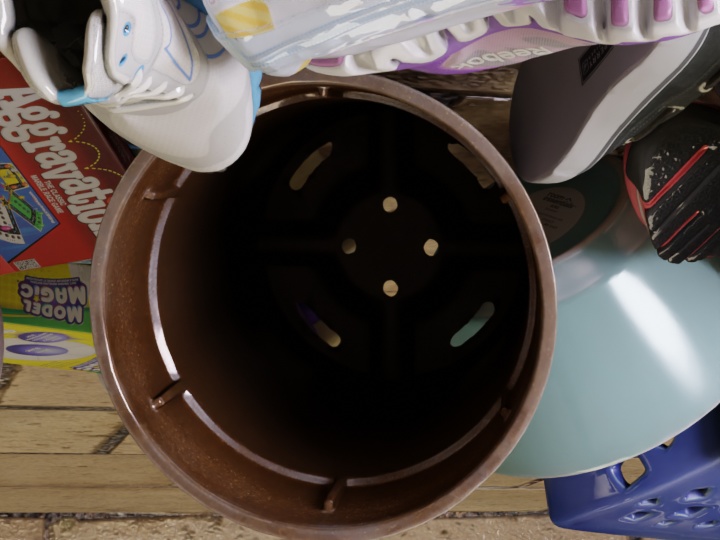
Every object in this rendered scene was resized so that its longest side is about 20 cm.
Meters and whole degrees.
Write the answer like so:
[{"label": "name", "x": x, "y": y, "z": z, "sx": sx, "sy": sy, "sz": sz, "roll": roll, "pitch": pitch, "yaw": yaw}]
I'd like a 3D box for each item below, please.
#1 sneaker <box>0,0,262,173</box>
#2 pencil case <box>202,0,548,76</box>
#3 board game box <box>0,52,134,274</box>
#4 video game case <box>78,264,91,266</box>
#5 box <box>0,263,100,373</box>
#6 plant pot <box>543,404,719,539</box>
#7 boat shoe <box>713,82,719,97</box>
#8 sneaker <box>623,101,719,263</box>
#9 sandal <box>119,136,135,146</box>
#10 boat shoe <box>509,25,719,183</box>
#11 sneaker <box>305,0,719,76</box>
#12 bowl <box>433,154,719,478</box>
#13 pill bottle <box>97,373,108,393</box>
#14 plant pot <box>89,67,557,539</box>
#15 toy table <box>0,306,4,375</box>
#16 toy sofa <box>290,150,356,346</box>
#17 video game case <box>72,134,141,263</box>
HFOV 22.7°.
[{"label": "sneaker", "x": -0.092, "y": -0.081, "z": 0.624, "sx": 0.075, "sy": 0.087, "sz": 0.200, "roll": -11, "pitch": 146, "yaw": 16}, {"label": "pencil case", "x": 0.041, "y": -0.121, "z": 0.589, "sx": 0.199, "sy": 0.091, "sz": 0.083, "roll": -8, "pitch": 165, "yaw": 28}, {"label": "board game box", "x": -0.164, "y": -0.052, "z": 0.850, "sx": 0.102, "sy": 0.020, "sz": 0.200, "roll": -11, "pitch": 155, "yaw": 6}, {"label": "video game case", "x": -0.190, "y": -0.023, "z": 1.080, "sx": 0.199, "sy": 0.036, "sz": 0.181, "roll": -6, "pitch": 165, "yaw": 18}, {"label": "box", "x": -0.192, "y": 0.029, "z": 1.118, "sx": 0.199, "sy": 0.049, "sz": 0.117, "roll": 7, "pitch": 164, "yaw": -37}, {"label": "plant pot", "x": 0.237, "y": 0.058, "z": 1.151, "sx": 0.199, "sy": 0.201, "sz": 0.179, "roll": 10, "pitch": 156, "yaw": -39}, {"label": "boat shoe", "x": 0.197, "y": -0.072, "z": 0.776, "sx": 0.072, "sy": 0.065, "sz": 0.200, "roll": -11, "pitch": -175, "yaw": -5}, {"label": "sneaker", "x": 0.174, "y": -0.050, "z": 0.916, "sx": 0.074, "sy": 0.087, "sz": 0.200, "roll": -43, "pitch": 148, "yaw": 15}, {"label": "sandal", "x": -0.081, "y": -0.100, "z": 0.757, "sx": 0.075, "sy": 0.045, "sz": 0.200, "roll": -2, "pitch": 168, "yaw": -9}, {"label": "boat shoe", "x": 0.121, "y": -0.087, "z": 0.793, "sx": 0.056, "sy": 0.069, "sz": 0.200, "roll": 2, "pitch": 164, "yaw": -16}, {"label": "sneaker", "x": 0.070, "y": -0.114, "z": 0.671, "sx": 0.199, "sy": 0.081, "sz": 0.088, "roll": -4, "pitch": 174, "yaw": 31}, {"label": "bowl", "x": 0.116, "y": 0.009, "z": 0.994, "sx": 0.200, "sy": 0.201, "sz": 0.105, "roll": -10, "pitch": 124, "yaw": 32}, {"label": "pill bottle", "x": -0.092, "y": 0.065, "z": 1.301, "sx": 0.109, "sy": 0.110, "sz": 0.200, "roll": -12, "pitch": 164, "yaw": 36}, {"label": "plant pot", "x": 0.000, "y": 0.000, "z": 0.836, "sx": 0.199, "sy": 0.201, "sz": 0.198, "roll": -5, "pitch": -171, "yaw": 12}, {"label": "toy table", "x": -0.293, "y": 0.056, "z": 0.995, "sx": 0.117, "sy": 0.185, "sz": 0.200, "roll": -5, "pitch": 154, "yaw": -41}, {"label": "toy sofa", "x": -0.025, "y": 0.014, "z": 1.070, "sx": 0.083, "sy": 0.098, "sz": 0.200, "roll": -36, "pitch": 168, "yaw": -7}, {"label": "video game case", "x": -0.160, "y": -0.056, "z": 0.893, "sx": 0.181, "sy": 0.024, "sz": 0.200, "roll": 2, "pitch": 153, "yaw": -18}]
